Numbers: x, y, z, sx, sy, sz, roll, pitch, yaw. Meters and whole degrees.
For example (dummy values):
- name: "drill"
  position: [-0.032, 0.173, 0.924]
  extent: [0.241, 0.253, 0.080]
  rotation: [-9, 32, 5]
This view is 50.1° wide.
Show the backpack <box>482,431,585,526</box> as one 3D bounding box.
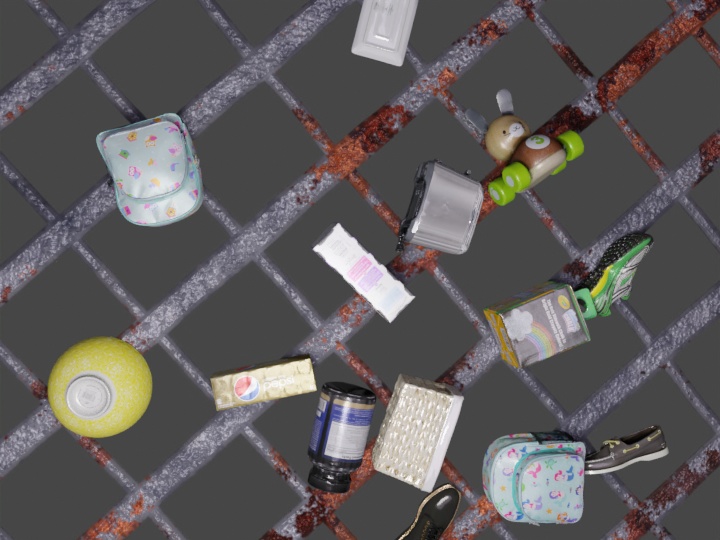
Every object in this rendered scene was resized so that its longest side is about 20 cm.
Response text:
- name: "backpack"
  position: [0.352, 0.421, 1.557]
  extent: [0.200, 0.151, 0.178]
  rotation: [2, 94, -1]

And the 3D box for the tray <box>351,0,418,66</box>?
- name: "tray"
  position: [0.057, -0.519, 1.534]
  extent: [0.107, 0.022, 0.200]
  rotation: [14, 92, -5]

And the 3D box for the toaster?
- name: "toaster"
  position: [0.158, -0.113, 1.521]
  extent: [0.129, 0.114, 0.200]
  rotation: [17, 90, -9]

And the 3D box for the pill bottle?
- name: "pill bottle"
  position: [-0.042, 0.330, 1.525]
  extent: [0.112, 0.112, 0.200]
  rotation: [13, 92, -6]

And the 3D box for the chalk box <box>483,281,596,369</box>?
- name: "chalk box"
  position: [0.372, 0.098, 1.550]
  extent: [0.200, 0.124, 0.125]
  rotation: [-21, 94, -5]

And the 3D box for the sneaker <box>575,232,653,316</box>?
- name: "sneaker"
  position: [0.534, 0.006, 1.591]
  extent: [0.085, 0.078, 0.200]
  rotation: [37, 98, -13]

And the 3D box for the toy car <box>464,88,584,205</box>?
- name: "toy car"
  position: [0.303, -0.260, 1.519]
  extent: [0.164, 0.158, 0.200]
  rotation: [-31, 84, -15]

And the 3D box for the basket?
- name: "basket"
  position: [0.109, 0.313, 1.530]
  extent: [0.123, 0.136, 0.200]
  rotation: [20, 91, -2]

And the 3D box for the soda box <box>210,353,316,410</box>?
- name: "soda box"
  position: [-0.190, 0.220, 1.528]
  extent: [0.200, 0.064, 0.068]
  rotation: [-11, 94, -5]

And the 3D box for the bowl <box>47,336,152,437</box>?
- name: "bowl"
  position: [-0.508, 0.231, 1.475]
  extent: [0.200, 0.108, 0.200]
  rotation: [0, 93, -5]

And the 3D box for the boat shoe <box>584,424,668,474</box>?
- name: "boat shoe"
  position: [0.543, 0.375, 1.609]
  extent: [0.201, 0.072, 0.061]
  rotation: [-13, 90, -12]

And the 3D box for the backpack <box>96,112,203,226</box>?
- name: "backpack"
  position: [-0.387, -0.181, 1.446]
  extent: [0.176, 0.153, 0.200]
  rotation: [-18, 101, -10]

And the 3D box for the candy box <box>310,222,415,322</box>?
- name: "candy box"
  position: [0.000, 0.000, 1.483]
  extent: [0.200, 0.168, 0.072]
  rotation: [43, 89, -6]

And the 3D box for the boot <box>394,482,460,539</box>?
- name: "boot"
  position: [0.144, 0.533, 1.541]
  extent: [0.077, 0.138, 0.200]
  rotation: [35, 88, -6]
